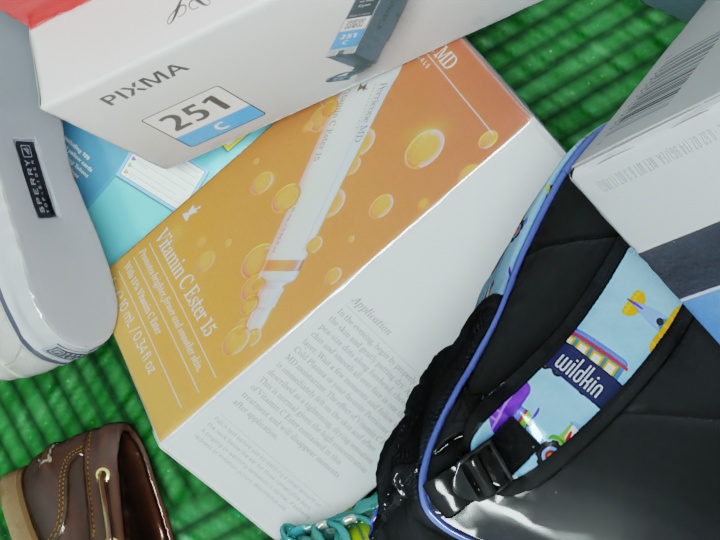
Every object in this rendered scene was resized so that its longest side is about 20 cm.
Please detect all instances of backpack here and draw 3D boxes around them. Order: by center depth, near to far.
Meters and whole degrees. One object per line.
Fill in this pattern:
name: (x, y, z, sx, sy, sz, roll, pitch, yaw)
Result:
backpack: (0.115, 0.051, 0.748, 0.182, 0.135, 0.200, 26, 65, -2)

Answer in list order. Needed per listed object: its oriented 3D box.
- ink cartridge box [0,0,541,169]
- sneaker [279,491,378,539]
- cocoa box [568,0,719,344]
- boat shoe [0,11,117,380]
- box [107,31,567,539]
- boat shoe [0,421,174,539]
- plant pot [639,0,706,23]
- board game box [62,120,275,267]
ink cartridge box: (-0.048, -0.117, 0.791, 0.200, 0.176, 0.045, -23, 65, 23)
sneaker: (0.006, 0.126, 0.831, 0.200, 0.080, 0.078, -48, 42, 9)
cocoa box: (0.194, -0.063, 0.663, 0.131, 0.133, 0.200, 47, 57, -11)
boat shoe: (-0.166, -0.048, 0.885, 0.070, 0.071, 0.200, -25, 78, 34)
box: (0.000, 0.000, 0.868, 0.200, 0.124, 0.097, -41, 128, 6)
boat shoe: (-0.098, 0.166, 0.914, 0.070, 0.070, 0.200, -26, 79, 10)
plant pot: (0.130, -0.219, 0.809, 0.196, 0.200, 0.197, 28, 95, 16)
board game box: (-0.104, -0.095, 0.932, 0.151, 0.047, 0.200, 42, 95, 5)
